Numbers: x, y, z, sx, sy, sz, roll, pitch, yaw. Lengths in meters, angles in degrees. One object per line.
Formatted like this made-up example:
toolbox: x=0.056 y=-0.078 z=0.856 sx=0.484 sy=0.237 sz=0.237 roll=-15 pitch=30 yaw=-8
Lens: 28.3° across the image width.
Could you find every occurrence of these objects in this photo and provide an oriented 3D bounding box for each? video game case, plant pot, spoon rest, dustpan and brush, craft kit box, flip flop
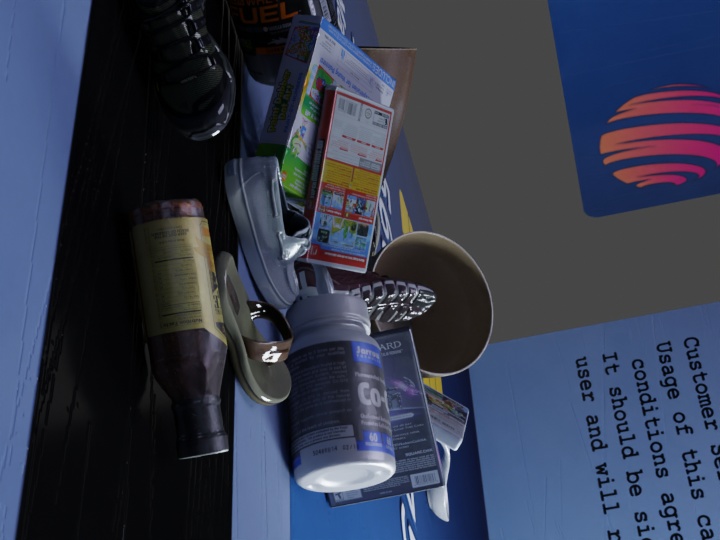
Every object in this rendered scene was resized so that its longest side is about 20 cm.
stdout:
video game case: x=0.052 y=0.166 z=1.928 sx=0.023 sy=0.199 sz=0.182 roll=-61 pitch=177 yaw=9
plant pot: x=0.063 y=0.061 z=1.974 sx=0.134 sy=0.200 sz=0.201 roll=-27 pitch=-113 yaw=54
video game case: x=0.011 y=0.175 z=1.696 sx=0.019 sy=0.142 sz=0.201 roll=-75 pitch=153 yaw=-77
spoon rest: x=0.145 y=0.373 z=2.651 sx=0.099 sy=0.060 sz=0.201 roll=-83 pitch=160 yaw=-65
dustpan and brush: x=-0.071 y=-0.044 z=1.707 sx=0.140 sy=0.057 sz=0.201 roll=34 pitch=46 yaw=-78
craft kit box: x=-0.039 y=-0.166 z=1.657 sx=0.200 sy=0.048 sz=0.198 roll=31 pitch=69 yaw=-59
video game case: x=-0.016 y=-0.103 z=1.656 sx=0.143 sy=0.017 sz=0.201 roll=11 pitch=89 yaw=-61
flip flop: x=-0.098 y=0.058 z=1.396 sx=0.081 sy=0.057 sz=0.200 roll=-92 pitch=168 yaw=-47
plant pot: x=-0.017 y=-0.210 z=1.985 sx=0.187 sy=0.186 sz=0.201 roll=-57 pitch=149 yaw=-78

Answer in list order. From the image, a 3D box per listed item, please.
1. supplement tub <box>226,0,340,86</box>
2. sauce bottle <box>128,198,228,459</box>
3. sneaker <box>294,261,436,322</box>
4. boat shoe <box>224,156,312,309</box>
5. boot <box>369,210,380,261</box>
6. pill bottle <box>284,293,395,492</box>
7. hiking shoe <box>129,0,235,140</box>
supplement tub: x=-0.098 y=-0.330 z=1.682 sx=0.123 sy=0.122 sz=0.201 roll=-87 pitch=164 yaw=-59
sauce bottle: x=-0.139 y=0.046 z=1.122 sx=0.066 sy=0.066 sz=0.201 roll=18 pitch=63 yaw=-81
sneaker: x=0.000 y=0.000 z=1.802 sx=0.076 sy=0.199 sz=0.116 roll=-49 pitch=-130 yaw=43
boat shoe: x=-0.089 y=-0.039 z=1.541 sx=0.070 sy=0.071 sz=0.201 roll=-91 pitch=168 yaw=-49
boot: x=-0.019 y=-0.064 z=2.027 sx=0.154 sy=0.073 sz=0.204 roll=61 pitch=25 yaw=-67
pill bottle: x=-0.027 y=0.135 z=1.591 sx=0.114 sy=0.113 sz=0.201 roll=61 pitch=19 yaw=-65
hiking shoe: x=-0.170 y=-0.210 z=1.262 sx=0.101 sy=0.075 sz=0.201 roll=39 pitch=31 yaw=-65
